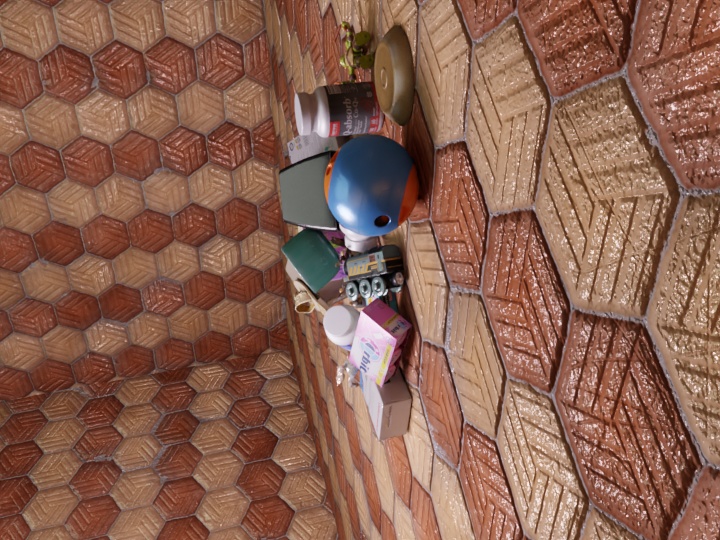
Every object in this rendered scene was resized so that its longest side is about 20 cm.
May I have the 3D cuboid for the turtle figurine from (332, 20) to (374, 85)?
[{"bbox_3d":[-0.014,-0.510,1.624,0.161,0.063,0.206,-163,73,-68],"label":"turtle figurine"}]

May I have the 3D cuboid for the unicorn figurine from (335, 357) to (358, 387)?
[{"bbox_3d":[0.015,0.243,1.857,0.073,0.199,0.139,33,152,34],"label":"unicorn figurine"}]

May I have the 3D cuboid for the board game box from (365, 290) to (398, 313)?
[{"bbox_3d":[0.049,0.070,1.743,0.151,0.046,0.205,122,138,-70],"label":"board game box"}]

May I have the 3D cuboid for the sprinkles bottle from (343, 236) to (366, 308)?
[{"bbox_3d":[0.000,0.000,1.869,0.068,0.066,0.206,147,115,-76],"label":"sprinkles bottle"}]

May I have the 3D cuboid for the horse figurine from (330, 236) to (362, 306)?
[{"bbox_3d":[-0.026,0.003,1.753,0.132,0.049,0.206,-26,-74,-68],"label":"horse figurine"}]

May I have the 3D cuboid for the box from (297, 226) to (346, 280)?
[{"bbox_3d":[-0.086,-0.074,1.960,0.097,0.171,0.206,179,83,-78],"label":"box"}]

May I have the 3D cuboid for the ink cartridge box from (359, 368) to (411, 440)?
[{"bbox_3d":[0.062,0.315,1.753,0.202,0.082,0.149,-113,20,-47],"label":"ink cartridge box"}]

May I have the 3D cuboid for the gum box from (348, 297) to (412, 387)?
[{"bbox_3d":[0.045,0.181,1.629,0.113,0.066,0.203,37,138,22],"label":"gum box"}]

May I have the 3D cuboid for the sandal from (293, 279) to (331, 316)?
[{"bbox_3d":[-0.166,0.100,2.018,0.210,0.069,0.079,33,156,43],"label":"sandal"}]

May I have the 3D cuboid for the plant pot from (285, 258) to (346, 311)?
[{"bbox_3d":[-0.107,0.011,2.102,0.180,0.196,0.200,64,164,10],"label":"plant pot"}]

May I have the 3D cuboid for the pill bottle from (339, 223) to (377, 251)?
[{"bbox_3d":[0.000,-0.158,1.671,0.113,0.110,0.205,-120,25,-58],"label":"pill bottle"}]

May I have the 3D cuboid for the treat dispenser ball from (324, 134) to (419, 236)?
[{"bbox_3d":[0.023,-0.174,1.371,0.201,0.195,0.207,171,90,-77],"label":"treat dispenser ball"}]

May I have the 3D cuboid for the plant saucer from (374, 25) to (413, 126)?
[{"bbox_3d":[0.064,-0.406,1.405,0.200,0.034,0.206,171,90,-77],"label":"plant saucer"}]

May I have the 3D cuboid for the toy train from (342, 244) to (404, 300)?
[{"bbox_3d":[0.028,0.006,1.612,0.198,0.084,0.117,-12,86,51],"label":"toy train"}]

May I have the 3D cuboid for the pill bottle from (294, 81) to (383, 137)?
[{"bbox_3d":[-0.051,-0.375,1.566,0.116,0.195,0.119,171,90,-77],"label":"pill bottle"}]

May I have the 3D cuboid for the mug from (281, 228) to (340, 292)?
[{"bbox_3d":[-0.131,-0.046,1.790,0.186,0.114,0.152,51,179,36],"label":"mug"}]

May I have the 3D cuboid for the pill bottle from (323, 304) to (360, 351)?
[{"bbox_3d":[-0.038,0.160,1.890,0.200,0.109,0.115,44,-148,-70],"label":"pill bottle"}]

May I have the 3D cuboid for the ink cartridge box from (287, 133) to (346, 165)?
[{"bbox_3d":[-0.135,-0.341,1.965,0.076,0.197,0.139,32,-143,-53],"label":"ink cartridge box"}]

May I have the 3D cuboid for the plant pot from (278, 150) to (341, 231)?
[{"bbox_3d":[-0.111,-0.207,1.797,0.199,0.173,0.206,-21,-74,-68],"label":"plant pot"}]
